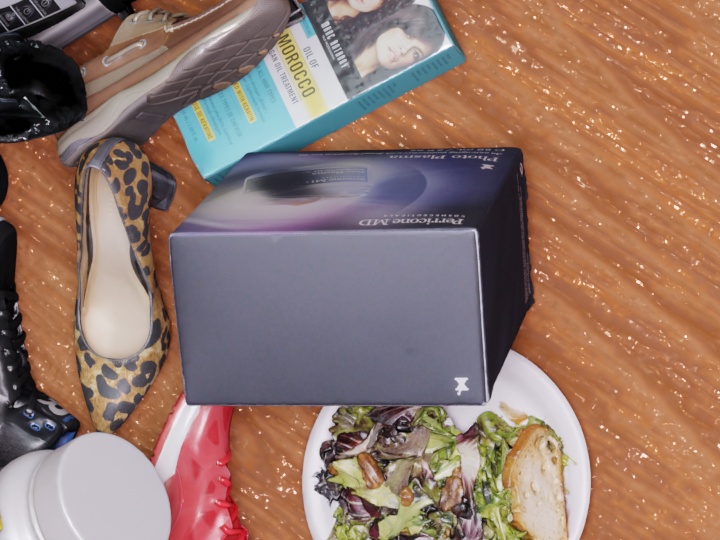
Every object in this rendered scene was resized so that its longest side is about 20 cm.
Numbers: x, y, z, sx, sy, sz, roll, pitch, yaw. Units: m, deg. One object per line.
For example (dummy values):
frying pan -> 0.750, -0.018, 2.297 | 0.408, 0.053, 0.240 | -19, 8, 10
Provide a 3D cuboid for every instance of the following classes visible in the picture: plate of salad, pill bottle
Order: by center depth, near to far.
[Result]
pill bottle -> -0.225, 0.187, 1.611 | 0.200, 0.113, 0.113 | -32, 75, 37
plate of salad -> 0.055, 0.142, 1.628 | 0.199, 0.048, 0.201 | -2, 83, 13

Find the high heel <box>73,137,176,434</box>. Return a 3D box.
high heel -> -0.177, 0.012, 1.648 | 0.071, 0.143, 0.201 | 8, 84, 13

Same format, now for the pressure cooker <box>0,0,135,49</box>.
pressure cooker -> -0.243, -0.237, 1.682 | 0.200, 0.176, 0.179 | -31, 73, 6

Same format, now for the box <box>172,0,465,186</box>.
box -> -0.034, -0.139, 1.686 | 0.199, 0.049, 0.083 | -28, 77, 8

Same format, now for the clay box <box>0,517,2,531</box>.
clay box -> -0.305, 0.116, 1.600 | 0.115, 0.048, 0.200 | -34, 46, 16

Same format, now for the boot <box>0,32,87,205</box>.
boot -> -0.251, -0.092, 1.634 | 0.168, 0.200, 0.077 | -13, 70, 25

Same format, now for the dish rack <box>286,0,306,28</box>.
dish rack -> -0.010, -0.273, 1.673 | 0.199, 0.055, 0.154 | -27, 57, 6

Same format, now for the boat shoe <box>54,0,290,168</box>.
boat shoe -> -0.138, -0.146, 1.644 | 0.200, 0.076, 0.072 | -32, 73, 19

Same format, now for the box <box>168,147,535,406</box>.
box -> 0.000, 0.000, 1.567 | 0.199, 0.198, 0.124 | -1, 108, 12

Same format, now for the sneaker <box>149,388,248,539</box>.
sneaker -> -0.093, 0.166, 1.654 | 0.115, 0.078, 0.201 | 23, 100, 6

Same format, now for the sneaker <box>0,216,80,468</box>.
sneaker -> -0.242, 0.069, 1.698 | 0.111, 0.073, 0.201 | 16, 94, 11
